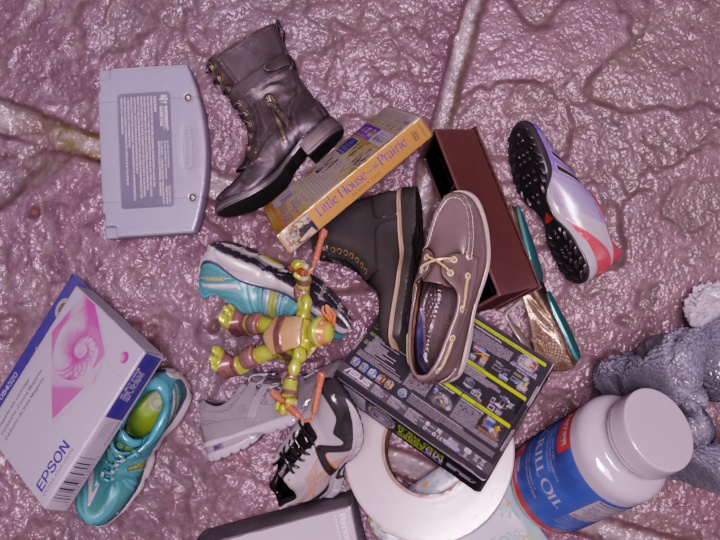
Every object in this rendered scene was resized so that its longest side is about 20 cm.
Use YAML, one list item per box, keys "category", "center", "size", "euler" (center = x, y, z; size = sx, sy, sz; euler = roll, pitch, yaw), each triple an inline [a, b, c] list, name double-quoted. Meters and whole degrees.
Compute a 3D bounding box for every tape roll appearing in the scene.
- category: "tape roll"
  center: [0.077, 0.205, 0.869]
  size: [0.197, 0.037, 0.208]
  euler: [-3, 70, 9]

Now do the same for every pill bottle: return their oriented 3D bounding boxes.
- category: "pill bottle"
  center: [0.252, 0.200, 0.805]
  size: [0.110, 0.201, 0.115]
  euler: [11, 55, -17]

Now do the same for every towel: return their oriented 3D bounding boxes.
- category: "towel"
  center: [0.129, 0.329, 0.889]
  size: [0.169, 0.048, 0.202]
  euler: [-33, 87, -1]

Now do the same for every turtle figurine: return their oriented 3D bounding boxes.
- category: "turtle figurine"
  center: [-0.084, 0.062, 0.821]
  size: [0.158, 0.064, 0.205]
  euler: [-8, 72, 33]

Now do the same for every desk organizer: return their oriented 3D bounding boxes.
- category: "desk organizer"
  center: [0.121, -0.056, 0.860]
  size: [0.076, 0.071, 0.204]
  euler: [-9, 74, -43]

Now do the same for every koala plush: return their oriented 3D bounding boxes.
- category: "koala plush"
  center: [0.380, 0.115, 0.855]
  size: [0.198, 0.183, 0.180]
  euler: [-33, 97, -21]

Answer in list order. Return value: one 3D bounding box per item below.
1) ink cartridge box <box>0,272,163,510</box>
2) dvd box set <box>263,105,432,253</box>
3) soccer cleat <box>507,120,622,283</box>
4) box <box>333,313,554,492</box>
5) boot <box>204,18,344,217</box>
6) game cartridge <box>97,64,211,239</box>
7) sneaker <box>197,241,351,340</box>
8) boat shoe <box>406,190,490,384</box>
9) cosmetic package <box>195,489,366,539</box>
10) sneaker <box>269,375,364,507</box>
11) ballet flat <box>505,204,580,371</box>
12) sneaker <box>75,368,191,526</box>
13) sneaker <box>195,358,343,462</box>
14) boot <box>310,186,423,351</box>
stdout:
- category: "ink cartridge box"
  center: [-0.341, 0.127, 0.863]
  size: [0.198, 0.043, 0.199]
  euler: [32, 89, 30]
- category: "dvd box set"
  center: [-0.021, -0.108, 0.860]
  size: [0.199, 0.146, 0.030]
  euler: [-40, 110, -1]
- category: "soccer cleat"
  center: [0.241, -0.088, 0.902]
  size: [0.072, 0.068, 0.204]
  euler: [-22, 83, -24]
- category: "box"
  center: [0.091, 0.118, 0.844]
  size: [0.198, 0.045, 0.161]
  euler: [31, 62, 17]
- category: "boot"
  center: [-0.132, -0.182, 0.910]
  size: [0.199, 0.069, 0.175]
  euler: [-38, 84, -6]
- category: "game cartridge"
  center: [-0.247, -0.143, 0.920]
  size: [0.129, 0.042, 0.206]
  euler: [-2, 88, -3]
- category: "sneaker"
  center: [-0.102, 0.034, 0.902]
  size: [0.196, 0.077, 0.081]
  euler: [24, 106, 7]
- category: "boat shoe"
  center: [0.087, 0.016, 0.788]
  size: [0.070, 0.059, 0.206]
  euler: [10, 92, 31]
- category: "cosmetic package"
  center: [-0.088, 0.335, 0.874]
  size: [0.195, 0.090, 0.109]
  euler: [-17, 86, 4]
- category: "sneaker"
  center: [-0.051, 0.196, 0.826]
  size: [0.078, 0.203, 0.074]
  euler: [-13, 47, -28]
- category: "ballet flat"
  center: [0.193, 0.026, 0.893]
  size: [0.064, 0.070, 0.204]
  euler: [-22, 83, 22]
- category: "sneaker"
  center: [-0.272, 0.202, 0.877]
  size: [0.076, 0.080, 0.203]
  euler: [30, 89, 2]
- category: "sneaker"
  center: [-0.104, 0.146, 0.886]
  size: [0.196, 0.075, 0.083]
  euler: [-26, 85, -2]
- category: "boot"
  center: [0.000, 0.000, 0.862]
  size: [0.135, 0.078, 0.204]
  euler: [-4, 51, 14]
